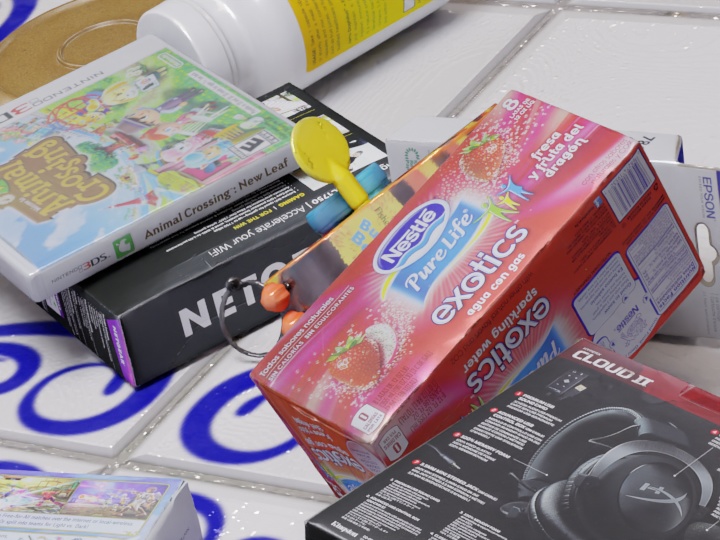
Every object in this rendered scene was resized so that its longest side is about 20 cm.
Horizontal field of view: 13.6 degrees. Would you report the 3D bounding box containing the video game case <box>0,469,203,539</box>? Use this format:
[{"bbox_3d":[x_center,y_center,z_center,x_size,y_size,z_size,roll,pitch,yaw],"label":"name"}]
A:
[{"bbox_3d":[-0.199,0.164,1.428,0.199,0.046,0.182,1,34,25],"label":"video game case"}]

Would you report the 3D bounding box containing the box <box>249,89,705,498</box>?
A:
[{"bbox_3d":[0.058,0.025,1.438,0.200,0.100,0.095,-48,43,-16],"label":"box"}]

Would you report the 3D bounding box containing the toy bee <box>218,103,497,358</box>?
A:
[{"bbox_3d":[0.000,0.000,1.518,0.130,0.201,0.109,33,23,6],"label":"toy bee"}]

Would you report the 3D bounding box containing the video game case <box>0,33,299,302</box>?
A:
[{"bbox_3d":[-0.149,-0.063,1.709,0.181,0.022,0.200,-28,33,-19],"label":"video game case"}]

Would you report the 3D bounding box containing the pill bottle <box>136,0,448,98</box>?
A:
[{"bbox_3d":[-0.040,-0.170,1.870,0.199,0.105,0.104,-32,34,-29],"label":"pill bottle"}]

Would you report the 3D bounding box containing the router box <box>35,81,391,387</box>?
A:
[{"bbox_3d":[-0.081,-0.024,1.691,0.199,0.051,0.149,-27,34,-21],"label":"router box"}]

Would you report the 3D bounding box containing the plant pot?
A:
[{"bbox_3d":[-0.162,-0.137,1.947,0.199,0.028,0.200,-11,31,7],"label":"plant pot"}]

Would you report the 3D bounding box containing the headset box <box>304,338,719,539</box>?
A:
[{"bbox_3d":[0.097,0.113,1.219,0.148,0.078,0.200,24,38,35],"label":"headset box"}]

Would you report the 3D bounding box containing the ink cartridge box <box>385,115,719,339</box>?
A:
[{"bbox_3d":[0.110,-0.023,1.556,0.199,0.100,0.039,8,28,32],"label":"ink cartridge box"}]
